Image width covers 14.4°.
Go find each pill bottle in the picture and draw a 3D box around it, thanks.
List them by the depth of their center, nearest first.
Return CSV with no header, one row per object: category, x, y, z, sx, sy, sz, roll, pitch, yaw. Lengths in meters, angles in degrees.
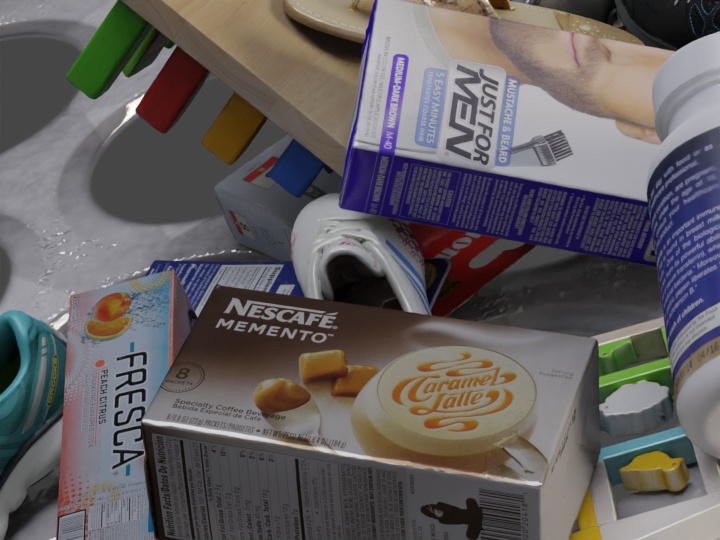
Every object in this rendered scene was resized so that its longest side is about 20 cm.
pill bottle,0.202,-0.014,1.412,0.115,0.116,0.200,-12,58,12

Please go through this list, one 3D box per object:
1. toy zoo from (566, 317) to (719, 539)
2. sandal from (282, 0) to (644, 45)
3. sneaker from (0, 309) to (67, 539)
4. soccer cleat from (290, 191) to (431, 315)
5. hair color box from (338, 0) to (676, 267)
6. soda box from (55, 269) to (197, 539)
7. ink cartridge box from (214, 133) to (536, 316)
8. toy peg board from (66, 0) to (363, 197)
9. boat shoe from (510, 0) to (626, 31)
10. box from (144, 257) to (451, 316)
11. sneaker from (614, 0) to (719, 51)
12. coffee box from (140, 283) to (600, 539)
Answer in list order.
toy zoo,0.114,0.100,1.439,0.131,0.020,0.200,-16,32,6
sandal,0.066,-0.163,1.630,0.211,0.070,0.078,12,30,-6
sneaker,-0.227,0.107,1.549,0.077,0.080,0.200,13,58,41
soccer cleat,0.000,0.000,1.523,0.070,0.086,0.200,-24,37,1
hair color box,0.095,-0.074,1.548,0.200,0.065,0.109,11,54,-3
soda box,-0.117,0.096,1.498,0.063,0.068,0.200,-13,43,11
ink cartridge box,0.032,-0.053,1.697,0.162,0.050,0.200,-37,32,-25
toy peg board,-0.059,-0.127,1.676,0.098,0.199,0.200,-52,-1,33
boat shoe,0.170,-0.184,1.806,0.200,0.074,0.060,-27,26,-27
box,-0.050,0.043,1.597,0.200,0.032,0.121,-1,43,30
sneaker,0.225,-0.146,1.645,0.073,0.082,0.200,-16,37,-33
coffee box,0.007,0.082,1.390,0.200,0.080,0.114,8,39,17
